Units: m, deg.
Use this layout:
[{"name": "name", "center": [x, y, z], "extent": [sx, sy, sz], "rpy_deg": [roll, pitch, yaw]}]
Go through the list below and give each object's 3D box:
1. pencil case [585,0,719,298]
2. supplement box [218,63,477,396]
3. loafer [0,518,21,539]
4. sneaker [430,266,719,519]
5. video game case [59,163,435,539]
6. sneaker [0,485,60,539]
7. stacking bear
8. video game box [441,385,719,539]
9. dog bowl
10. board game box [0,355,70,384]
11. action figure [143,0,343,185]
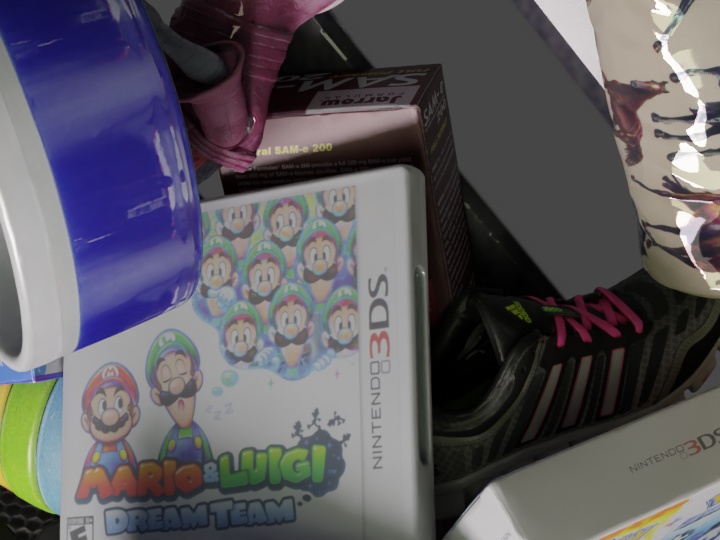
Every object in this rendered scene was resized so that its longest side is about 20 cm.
[{"name": "pencil case", "center": [0.155, -0.085, 0.698], "extent": [0.089, 0.078, 0.200], "rpy_deg": [0, 119, 31]}, {"name": "supplement box", "center": [0.000, 0.000, 0.794], "extent": [0.109, 0.061, 0.200], "rpy_deg": [-2, 118, 17]}, {"name": "loafer", "center": [-0.233, 0.135, 0.867], "extent": [0.200, 0.072, 0.073], "rpy_deg": [33, 119, 23]}, {"name": "sneaker", "center": [0.091, 0.039, 0.743], "extent": [0.200, 0.074, 0.087], "rpy_deg": [-29, 126, -4]}, {"name": "video game case", "center": [-0.059, 0.053, 0.728], "extent": [0.200, 0.024, 0.182], "rpy_deg": [-8, 76, 30]}, {"name": "sneaker", "center": [-0.220, 0.200, 0.958], "extent": [0.202, 0.077, 0.146], "rpy_deg": [9, 129, 0]}, {"name": "stacking bear", "center": [-0.171, 0.076, 0.855], "extent": [0.200, 0.114, 0.121], "rpy_deg": [13, 87, 20]}, {"name": "video game box", "center": [0.119, 0.118, 0.729], "extent": [0.047, 0.200, 0.182], "rpy_deg": [59, 151, 23]}, {"name": "dog bowl", "center": [-0.143, -0.064, 0.654], "extent": [0.079, 0.200, 0.200], "rpy_deg": [-22, 119, -22]}, {"name": "board game box", "center": [-0.223, -0.038, 0.792], "extent": [0.134, 0.045, 0.200], "rpy_deg": [-6, 89, 18]}, {"name": "action figure", "center": [-0.056, -0.110, 0.712], "extent": [0.149, 0.134, 0.200], "rpy_deg": [15, 98, -21]}]
